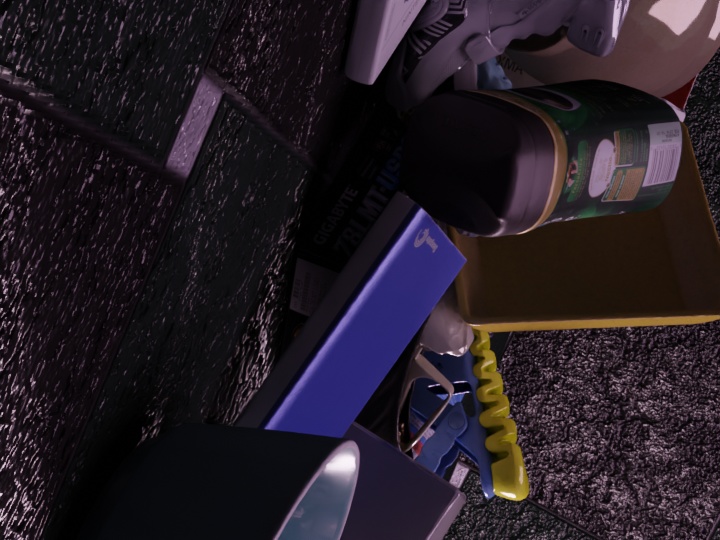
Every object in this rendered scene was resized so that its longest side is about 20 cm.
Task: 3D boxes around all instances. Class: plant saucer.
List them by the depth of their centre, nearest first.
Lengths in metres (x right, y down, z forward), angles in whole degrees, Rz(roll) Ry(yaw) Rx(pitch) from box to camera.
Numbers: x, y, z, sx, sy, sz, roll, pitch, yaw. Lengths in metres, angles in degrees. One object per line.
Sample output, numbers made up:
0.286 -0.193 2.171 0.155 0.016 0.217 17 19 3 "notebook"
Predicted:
0.159 -0.027 1.299 0.049 0.199 0.201 94 -8 -50 "plant saucer"

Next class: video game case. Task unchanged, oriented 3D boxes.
0.048 -0.237 1.040 0.201 0.024 0.182 104 13 -47 "video game case"

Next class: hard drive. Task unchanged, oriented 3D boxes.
-0.010 0.054 1.133 0.200 0.025 0.132 -55 159 -3 "hard drive"

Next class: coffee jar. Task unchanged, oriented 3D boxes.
0.119 -0.076 1.147 0.199 0.104 0.086 -10 116 -48 "coffee jar"

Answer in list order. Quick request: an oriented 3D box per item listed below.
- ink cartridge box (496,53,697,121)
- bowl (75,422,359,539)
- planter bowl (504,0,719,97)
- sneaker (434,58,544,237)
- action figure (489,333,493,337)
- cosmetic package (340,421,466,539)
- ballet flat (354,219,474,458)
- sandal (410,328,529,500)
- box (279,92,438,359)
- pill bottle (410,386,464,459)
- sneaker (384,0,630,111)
0.177 -0.160 1.432 0.043 0.199 0.174 11 102 -53 "ink cartridge box"
-0.089 0.161 0.930 0.201 0.105 0.201 -61 168 -23 "bowl"
0.161 -0.222 1.298 0.134 0.200 0.201 -10 126 -47 "planter bowl"
0.102 -0.106 1.293 0.074 0.081 0.201 110 -20 -55 "sneaker"
0.089 -0.026 1.550 0.119 0.102 0.201 -53 155 -35 "action figure"
-0.021 0.211 1.219 0.200 0.107 0.090 -54 167 -7 "cosmetic package"
0.043 0.060 1.279 0.068 0.068 0.201 -50 159 -64 "ballet flat"
0.066 0.086 1.344 0.080 0.087 0.201 65 11 -67 "sandal"
0.000 0.000 1.248 0.199 0.049 0.200 104 12 -47 "box"
0.037 0.076 1.438 0.112 0.112 0.201 97 18 -59 "pill bottle"
0.104 -0.163 1.145 0.200 0.115 0.075 -53 -176 28 "sneaker"
